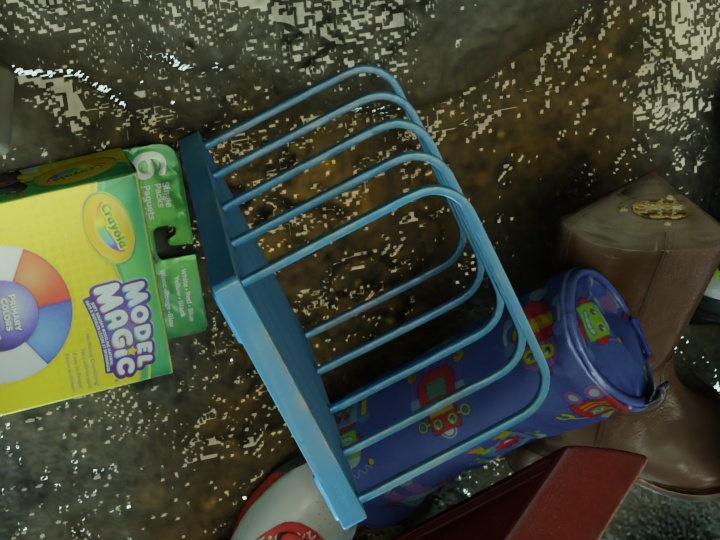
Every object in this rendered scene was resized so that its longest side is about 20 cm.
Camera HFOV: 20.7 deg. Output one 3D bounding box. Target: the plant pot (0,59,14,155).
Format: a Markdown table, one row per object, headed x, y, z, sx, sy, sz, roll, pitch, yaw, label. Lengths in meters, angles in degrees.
| x | y | z | sx | sy | sz | roll | pitch | yaw | label |
| --- | --- | --- | --- | --- | --- | --- | --- | --- | --- |
| -0.246 | -0.149 | 0.869 | 0.198 | 0.200 | 0.175 | 5 | 91 | -19 | plant pot |

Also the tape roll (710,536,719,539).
| x | y | z | sx | sy | sz | roll | pitch | yaw | label |
| --- | --- | --- | --- | --- | --- | --- | --- | --- | --- |
| 0.203 | 0.257 | 1.176 | 0.202 | 0.037 | 0.205 | -24 | 126 | -38 | tape roll |

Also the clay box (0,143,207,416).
| x | y | z | sx | sy | sz | roll | pitch | yaw | label |
| --- | --- | --- | --- | --- | --- | --- | --- | --- | --- |
| -0.178 | 0.011 | 1.009 | 0.198 | 0.048 | 0.116 | -14 | 113 | -11 | clay box |

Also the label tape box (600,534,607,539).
| x | y | z | sx | sy | sz | roll | pitch | yaw | label |
| --- | --- | --- | --- | --- | --- | --- | --- | --- | --- |
| 0.102 | 0.228 | 1.087 | 0.065 | 0.200 | 0.145 | 11 | 105 | -11 | label tape box |

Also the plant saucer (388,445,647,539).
| x | y | z | sx | sy | sz | roll | pitch | yaw | label |
| --- | --- | --- | --- | --- | --- | --- | --- | --- | --- |
| 0.037 | 0.174 | 1.023 | 0.037 | 0.200 | 0.199 | 49 | 132 | -7 | plant saucer |

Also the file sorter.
| x | y | z | sx | sy | sz | roll | pitch | yaw | label |
| --- | --- | --- | --- | --- | --- | --- | --- | --- | --- |
| 0.000 | 0.000 | 0.971 | 0.122 | 0.200 | 0.140 | -26 | 114 | 1 | file sorter |

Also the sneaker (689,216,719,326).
| x | y | z | sx | sy | sz | roll | pitch | yaw | label |
| --- | --- | --- | --- | --- | --- | --- | --- | --- | --- |
| 0.263 | 0.017 | 1.158 | 0.199 | 0.072 | 0.083 | 17 | 133 | -25 | sneaker |

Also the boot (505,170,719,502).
| x | y | z | sx | sy | sz | roll | pitch | yaw | label |
| --- | --- | --- | --- | --- | --- | --- | --- | --- | --- |
| 0.181 | 0.037 | 1.089 | 0.185 | 0.064 | 0.201 | -1 | 130 | -15 | boot |

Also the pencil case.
| x | y | z | sx | sy | sz | roll | pitch | yaw | label |
| --- | --- | --- | --- | --- | --- | --- | --- | --- | --- |
| 0.066 | 0.069 | 1.042 | 0.199 | 0.079 | 0.086 | -30 | 156 | 34 | pencil case |

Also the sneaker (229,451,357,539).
| x | y | z | sx | sy | sz | roll | pitch | yaw | label |
| --- | --- | --- | --- | --- | --- | --- | --- | --- | --- |
| -0.055 | 0.193 | 1.078 | 0.201 | 0.108 | 0.067 | -46 | 115 | 1 | sneaker |
